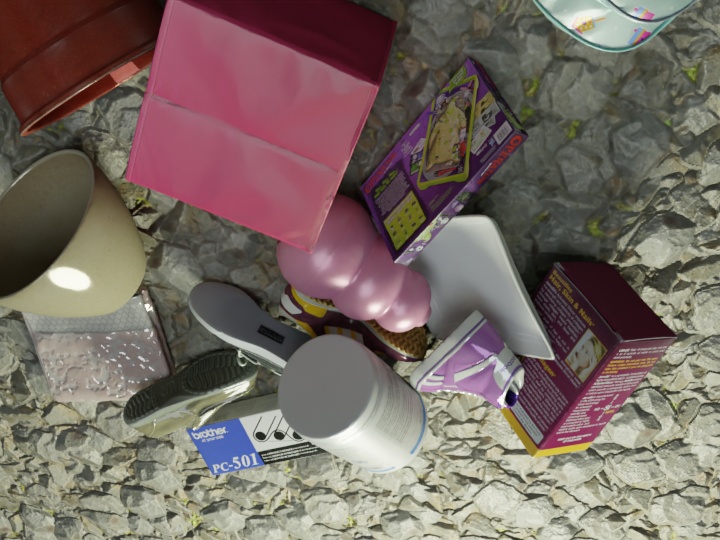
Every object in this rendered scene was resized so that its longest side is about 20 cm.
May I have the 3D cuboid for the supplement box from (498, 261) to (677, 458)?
[{"bbox_3d":[0.251,0.106,0.956,0.102,0.131,0.201,1,131,-34],"label":"supplement box"}]

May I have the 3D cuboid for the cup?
[{"bbox_3d":[-0.345,-0.022,0.970,0.199,0.202,0.143,-21,141,21],"label":"cup"}]

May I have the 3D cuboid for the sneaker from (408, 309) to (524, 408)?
[{"bbox_3d":[0.130,0.135,0.980,0.114,0.073,0.201,45,155,6],"label":"sneaker"}]

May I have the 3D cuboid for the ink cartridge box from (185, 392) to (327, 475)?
[{"bbox_3d":[-0.144,0.234,1.166,0.198,0.044,0.095,-15,117,18],"label":"ink cartridge box"}]

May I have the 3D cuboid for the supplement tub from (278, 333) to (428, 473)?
[{"bbox_3d":[-0.003,0.172,1.008,0.131,0.133,0.200,-15,150,18],"label":"supplement tub"}]

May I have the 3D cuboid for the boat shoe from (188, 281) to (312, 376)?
[{"bbox_3d":[-0.140,0.087,1.059,0.198,0.074,0.068,25,142,-2],"label":"boat shoe"}]

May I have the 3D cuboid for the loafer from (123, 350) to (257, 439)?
[{"bbox_3d":[-0.230,0.176,1.121,0.198,0.076,0.070,-22,132,6],"label":"loafer"}]

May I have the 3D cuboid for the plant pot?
[{"bbox_3d":[-0.309,-0.272,0.800,0.199,0.201,0.196,-24,107,22],"label":"plant pot"}]

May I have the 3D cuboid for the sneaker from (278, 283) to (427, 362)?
[{"bbox_3d":[-0.009,0.067,1.032,0.199,0.075,0.090,30,138,-10],"label":"sneaker"}]

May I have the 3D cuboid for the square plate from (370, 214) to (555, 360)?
[{"bbox_3d":[0.121,0.011,0.943,0.197,0.028,0.201,6,132,52],"label":"square plate"}]

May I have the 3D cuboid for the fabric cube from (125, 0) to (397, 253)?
[{"bbox_3d":[-0.095,-0.175,0.814,0.198,0.197,0.201,21,122,-7],"label":"fabric cube"}]

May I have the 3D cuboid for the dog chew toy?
[{"bbox_3d":[0.000,0.000,0.947,0.199,0.125,0.125,36,121,-12],"label":"dog chew toy"}]

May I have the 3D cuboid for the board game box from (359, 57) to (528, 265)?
[{"bbox_3d":[0.084,-0.115,0.871,0.032,0.121,0.200,9,134,-43],"label":"board game box"}]

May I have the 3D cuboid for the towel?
[{"bbox_3d":[-0.368,0.109,1.133,0.198,0.032,0.193,-2,122,11],"label":"towel"}]

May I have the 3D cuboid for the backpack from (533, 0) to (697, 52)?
[{"bbox_3d":[0.239,-0.299,0.711,0.175,0.154,0.200,29,129,-16],"label":"backpack"}]
